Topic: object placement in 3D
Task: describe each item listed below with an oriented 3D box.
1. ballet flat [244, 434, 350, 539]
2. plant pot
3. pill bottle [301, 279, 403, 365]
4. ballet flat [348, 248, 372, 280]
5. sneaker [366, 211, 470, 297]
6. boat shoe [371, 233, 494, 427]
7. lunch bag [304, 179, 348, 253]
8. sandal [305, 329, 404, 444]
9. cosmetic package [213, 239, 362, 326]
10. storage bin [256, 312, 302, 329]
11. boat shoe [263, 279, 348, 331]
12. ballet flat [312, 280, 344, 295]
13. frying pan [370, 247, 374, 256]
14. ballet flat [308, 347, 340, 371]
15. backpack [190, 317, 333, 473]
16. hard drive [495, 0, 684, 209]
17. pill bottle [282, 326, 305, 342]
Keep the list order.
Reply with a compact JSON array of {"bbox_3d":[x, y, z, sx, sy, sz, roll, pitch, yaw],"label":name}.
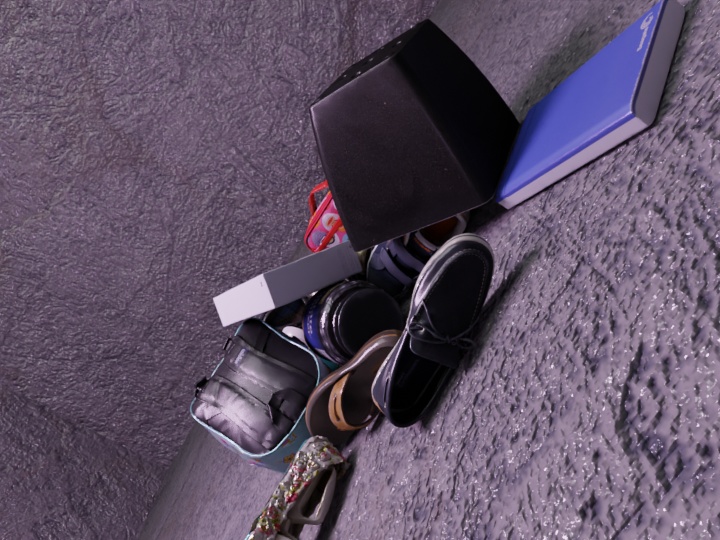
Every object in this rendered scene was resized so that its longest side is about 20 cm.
[{"bbox_3d":[-0.077,0.277,0.671,0.202,0.063,0.076,-59,-33,-29],"label":"ballet flat"},{"bbox_3d":[0.053,-0.174,0.736,0.197,0.179,0.201,-20,25,36],"label":"plant pot"},{"bbox_3d":[-0.012,0.072,0.817,0.114,0.110,0.200,-62,11,-12],"label":"pill bottle"},{"bbox_3d":[0.000,0.000,0.958,0.200,0.055,0.068,87,-159,-76],"label":"ballet flat"},{"bbox_3d":[0.068,-0.029,0.795,0.201,0.078,0.080,-53,7,29],"label":"sneaker"},{"bbox_3d":[0.072,0.062,0.575,0.203,0.073,0.062,-63,15,15],"label":"boat shoe"},{"bbox_3d":[-0.008,-0.090,1.039,0.201,0.174,0.083,-50,11,45],"label":"lunch bag"},{"bbox_3d":[0.001,0.148,0.700,0.200,0.081,0.055,-46,29,30],"label":"sandal"},{"bbox_3d":[-0.110,0.021,0.879,0.148,0.053,0.199,-20,0,-34],"label":"cosmetic package"},{"bbox_3d":[-0.166,0.166,1.215,0.094,0.133,0.203,-39,24,60],"label":"storage bin"},{"bbox_3d":[-0.097,0.067,1.157,0.197,0.070,0.057,-29,-8,-7],"label":"boat shoe"},{"bbox_3d":[-0.056,0.024,1.066,0.201,0.072,0.074,86,-153,-65],"label":"ballet flat"},{"bbox_3d":[0.038,-0.057,0.889,0.115,0.030,0.194,-54,-34,-51],"label":"frying pan"},{"bbox_3d":[-0.057,0.141,1.011,0.069,0.069,0.203,-41,20,58],"label":"ballet flat"},{"bbox_3d":[-0.116,0.186,0.850,0.198,0.154,0.177,13,61,47],"label":"backpack"},{"bbox_3d":[0.210,-0.150,0.584,0.134,0.025,0.200,-65,11,-21],"label":"hard drive"},{"bbox_3d":[-0.143,0.207,1.078,0.112,0.111,0.203,-41,23,59],"label":"pill bottle"}]
